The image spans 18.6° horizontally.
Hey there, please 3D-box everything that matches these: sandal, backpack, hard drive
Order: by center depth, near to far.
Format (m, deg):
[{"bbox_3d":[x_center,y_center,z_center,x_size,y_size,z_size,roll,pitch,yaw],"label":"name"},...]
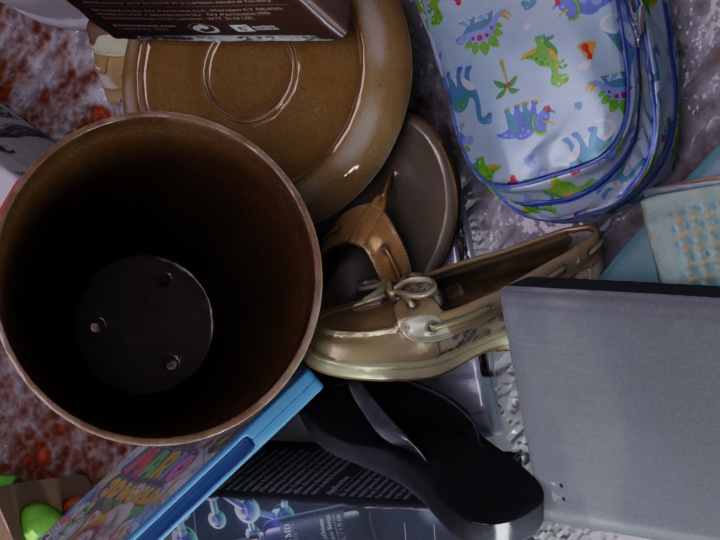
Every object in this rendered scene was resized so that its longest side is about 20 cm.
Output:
[{"bbox_3d":[0.165,0.076,1.169,0.199,0.033,0.141,3,108,50],"label":"hard drive"},{"bbox_3d":[0.036,0.094,1.282,0.200,0.076,0.043,30,134,44],"label":"sandal"},{"bbox_3d":[0.114,-0.126,1.311,0.162,0.154,0.202,-12,98,15],"label":"backpack"},{"bbox_3d":[0.000,0.000,1.355,0.080,0.054,0.201,30,102,20],"label":"sandal"}]

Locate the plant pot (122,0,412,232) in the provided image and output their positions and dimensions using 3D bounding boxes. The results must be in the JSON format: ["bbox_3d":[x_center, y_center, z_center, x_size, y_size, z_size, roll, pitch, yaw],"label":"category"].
[{"bbox_3d":[-0.065,-0.122,1.356,0.198,0.027,0.202,-2,86,22],"label":"plant pot"}]

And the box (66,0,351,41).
[{"bbox_3d":[-0.096,-0.255,1.284,0.165,0.164,0.202,3,76,25],"label":"box"}]

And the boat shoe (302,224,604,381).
[{"bbox_3d":[0.055,0.017,1.310,0.073,0.199,0.063,40,137,55],"label":"boat shoe"}]

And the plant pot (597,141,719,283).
[{"bbox_3d":[0.208,0.036,1.263,0.200,0.141,0.142,-45,74,19],"label":"plant pot"}]

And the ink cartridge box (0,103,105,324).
[{"bbox_3d":[-0.248,-0.052,1.447,0.199,0.144,0.084,34,101,18],"label":"ink cartridge box"}]

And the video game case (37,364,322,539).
[{"bbox_3d":[-0.117,0.123,1.324,0.200,0.143,0.018,-43,104,-9],"label":"video game case"}]

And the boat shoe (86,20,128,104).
[{"bbox_3d":[-0.080,-0.133,1.428,0.198,0.072,0.077,4,116,23],"label":"boat shoe"}]

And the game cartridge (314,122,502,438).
[{"bbox_3d":[0.011,0.017,1.399,0.132,0.041,0.202,-13,85,26],"label":"game cartridge"}]

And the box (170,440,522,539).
[{"bbox_3d":[-0.004,0.193,1.350,0.198,0.107,0.150,0,104,23],"label":"box"}]

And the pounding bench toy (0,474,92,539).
[{"bbox_3d":[-0.248,0.188,1.457,0.155,0.124,0.201,-30,79,19],"label":"pounding bench toy"}]

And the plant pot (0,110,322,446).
[{"bbox_3d":[-0.126,0.020,1.313,0.185,0.200,0.189,1,80,-8],"label":"plant pot"}]

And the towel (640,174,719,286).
[{"bbox_3d":[0.255,0.012,1.153,0.199,0.022,0.148,-10,91,26],"label":"towel"}]

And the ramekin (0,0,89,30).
[{"bbox_3d":[-0.206,-0.265,1.455,0.199,0.098,0.202,0,89,23],"label":"ramekin"}]
